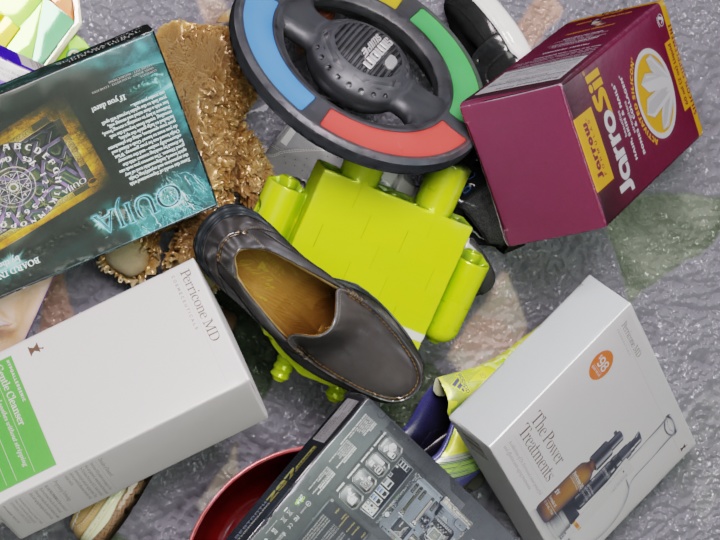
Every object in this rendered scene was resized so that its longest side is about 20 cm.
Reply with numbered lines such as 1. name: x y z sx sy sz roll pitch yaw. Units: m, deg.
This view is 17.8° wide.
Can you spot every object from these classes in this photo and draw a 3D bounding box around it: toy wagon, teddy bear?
1. toy wagon: -0.260 -0.187 1.650 0.200 0.040 0.156 38 82 -14
2. teddy bear: -0.126 -0.079 1.675 0.144 0.067 0.202 -3 90 11

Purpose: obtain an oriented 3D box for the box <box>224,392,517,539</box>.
1. box: -0.010 0.212 1.621 0.158 0.051 0.200 43 80 -14

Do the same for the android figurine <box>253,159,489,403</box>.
1. android figurine: 0.000 0.000 1.665 0.181 0.041 0.201 19 103 -17

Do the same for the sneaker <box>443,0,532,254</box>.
1. sneaker: 0.087 -0.107 1.737 0.111 0.073 0.201 -30 102 -16

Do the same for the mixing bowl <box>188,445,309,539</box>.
1. mixing bowl: -0.045 0.222 1.693 0.198 0.108 0.202 -1 93 -16

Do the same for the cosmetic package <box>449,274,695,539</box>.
1. cosmetic package: 0.163 0.120 1.727 0.151 0.052 0.200 -46 140 -12

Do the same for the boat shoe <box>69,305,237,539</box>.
1. boat shoe: -0.168 0.103 1.681 0.076 0.072 0.201 30 74 -3

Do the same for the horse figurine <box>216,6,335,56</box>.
1. horse figurine: -0.081 -0.247 1.696 0.133 0.050 0.200 -46 103 -7

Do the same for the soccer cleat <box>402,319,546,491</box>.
1. soccer cleat: 0.099 0.095 1.748 0.200 0.065 0.084 -43 122 -8

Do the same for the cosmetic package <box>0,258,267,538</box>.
1. cosmetic package: -0.177 0.090 1.610 0.199 0.085 0.108 -28 67 -2

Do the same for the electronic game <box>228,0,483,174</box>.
1. electronic game: 0.000 -0.146 1.629 0.199 0.042 0.201 19 42 -18

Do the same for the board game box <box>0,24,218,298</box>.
1. board game box: -0.211 -0.068 1.579 0.199 0.028 0.136 -23 110 -9

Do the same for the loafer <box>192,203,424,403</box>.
1. loafer: -0.032 0.035 1.609 0.199 0.072 0.073 35 95 -21

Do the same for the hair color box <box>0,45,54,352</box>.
1. hair color box: -0.254 -0.047 1.622 0.109 0.065 0.201 23 100 -18

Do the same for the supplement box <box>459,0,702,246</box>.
1. supplement box: 0.164 -0.109 1.671 0.200 0.085 0.111 -40 115 -53

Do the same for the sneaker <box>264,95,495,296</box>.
1. sneaker: -0.001 -0.026 1.723 0.200 0.075 0.116 44 86 -5
